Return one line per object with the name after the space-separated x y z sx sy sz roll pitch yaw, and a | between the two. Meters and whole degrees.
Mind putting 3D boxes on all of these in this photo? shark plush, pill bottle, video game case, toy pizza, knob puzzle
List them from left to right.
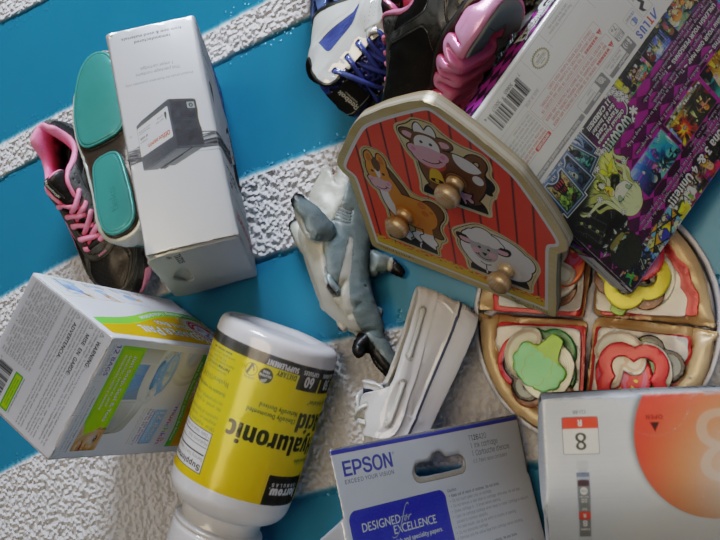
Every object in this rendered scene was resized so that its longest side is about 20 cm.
-0.099 0.148 0.790 0.109 0.111 0.204 19 92 25 | pill bottle
0.000 0.000 0.792 0.082 0.091 0.203 -18 68 -10 | shark plush
0.059 -0.047 0.668 0.216 0.221 0.031 24 63 26 | knob puzzle
0.180 0.038 0.719 0.196 0.032 0.206 -3 82 24 | toy pizza
0.187 -0.120 0.660 0.180 0.036 0.202 37 87 -16 | video game case

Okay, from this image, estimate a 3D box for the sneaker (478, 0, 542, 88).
0.115 -0.179 0.735 0.195 0.114 0.078 -3 81 28 | sneaker

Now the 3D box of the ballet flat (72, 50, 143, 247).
-0.231 -0.111 0.878 0.068 0.069 0.204 -22 69 20 | ballet flat

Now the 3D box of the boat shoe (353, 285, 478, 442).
0.026 0.111 0.748 0.064 0.074 0.203 26 81 -3 | boat shoe

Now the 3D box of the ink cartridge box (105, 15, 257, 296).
-0.156 -0.096 0.822 0.082 0.145 0.205 -12 76 -3 | ink cartridge box

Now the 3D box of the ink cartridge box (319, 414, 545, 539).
0.063 0.220 0.662 0.047 0.194 0.205 -30 68 46 | ink cartridge box

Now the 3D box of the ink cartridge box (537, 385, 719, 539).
0.209 0.187 0.650 0.158 0.050 0.205 -4 82 8 | ink cartridge box

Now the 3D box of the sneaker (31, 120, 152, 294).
-0.271 -0.061 0.899 0.078 0.095 0.203 -29 73 16 | sneaker

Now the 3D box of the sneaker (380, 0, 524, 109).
0.046 -0.163 0.700 0.096 0.079 0.201 48 145 9 | sneaker

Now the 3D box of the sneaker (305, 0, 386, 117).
0.021 -0.191 0.768 0.197 0.080 0.118 -4 67 47 | sneaker

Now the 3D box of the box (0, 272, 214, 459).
-0.211 0.086 0.801 0.100 0.199 0.114 31 94 24 | box
